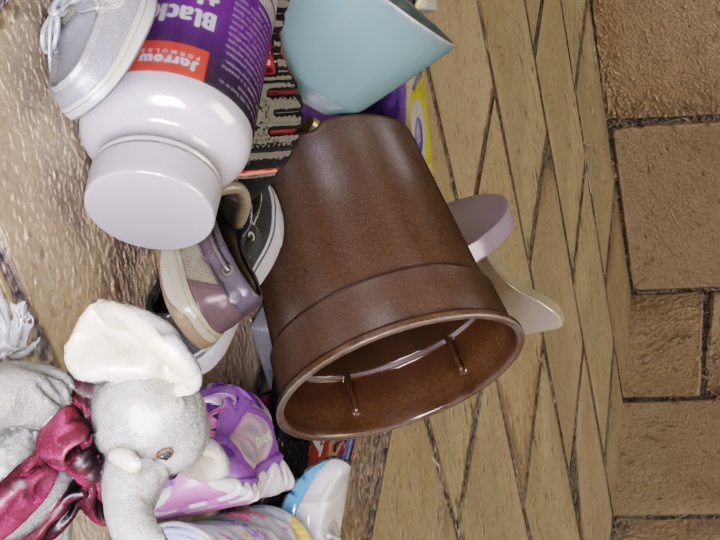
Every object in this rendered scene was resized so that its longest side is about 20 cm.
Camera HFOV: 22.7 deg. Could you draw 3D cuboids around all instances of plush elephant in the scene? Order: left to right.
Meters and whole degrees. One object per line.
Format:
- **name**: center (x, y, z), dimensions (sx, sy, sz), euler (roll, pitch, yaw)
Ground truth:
- **plush elephant**: center (-0.145, 0.099, 0.924), dimensions (0.165, 0.154, 0.201), euler (66, 27, -55)

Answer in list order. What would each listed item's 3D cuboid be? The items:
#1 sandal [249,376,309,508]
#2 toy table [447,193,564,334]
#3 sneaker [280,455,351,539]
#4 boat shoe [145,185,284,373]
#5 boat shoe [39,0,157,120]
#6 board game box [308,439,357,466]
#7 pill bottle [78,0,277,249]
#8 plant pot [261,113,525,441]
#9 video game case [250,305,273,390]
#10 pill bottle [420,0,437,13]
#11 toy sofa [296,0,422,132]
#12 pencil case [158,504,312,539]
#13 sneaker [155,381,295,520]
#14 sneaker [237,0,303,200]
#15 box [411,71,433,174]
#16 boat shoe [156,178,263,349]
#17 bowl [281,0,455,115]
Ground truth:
- **sandal**: center (-0.069, 0.130, 1.424), dimensions (0.075, 0.045, 0.201), euler (68, 23, -46)
- **toy table**: center (0.096, 0.014, 1.716), dimensions (0.200, 0.183, 0.118), euler (-37, 113, -51)
- **sneaker**: center (-0.032, 0.242, 1.357), dimensions (0.075, 0.086, 0.201), euler (34, 73, -66)
- **boat shoe**: center (-0.103, -0.011, 1.276), dimensions (0.200, 0.068, 0.057), euler (-73, 155, -46)
- **boat shoe**: center (-0.163, -0.183, 1.092), dimensions (0.065, 0.074, 0.203), euler (27, 57, -30)
- **board game box**: center (-0.017, 0.088, 1.540), dimensions (0.103, 0.019, 0.201), euler (47, 53, -58)
- **pill bottle**: center (-0.118, -0.118, 1.147), dimensions (0.112, 0.111, 0.201), euler (67, 25, -53)
- **plant pot**: center (0.000, 0.000, 1.391), dimensions (0.200, 0.199, 0.199), euler (53, 15, -65)
- **video game case**: center (-0.027, 0.051, 1.561), dimensions (0.200, 0.024, 0.183), euler (-60, 146, -42)
- **pill bottle**: center (0.024, -0.347, 1.721), dimensions (0.110, 0.109, 0.201), euler (-20, 107, -74)
- **toy sofa**: center (-0.011, -0.182, 1.541), dimensions (0.083, 0.097, 0.201), euler (27, 55, -32)
- **pencil case**: center (-0.094, 0.208, 1.231), dimensions (0.200, 0.090, 0.084), euler (14, 74, -75)
- **sneaker**: center (-0.103, 0.123, 1.253), dimensions (0.200, 0.080, 0.089), euler (7, 74, -80)
- **sneaker**: center (-0.095, -0.148, 1.297), dimensions (0.073, 0.087, 0.201), euler (1, 90, -41)
- **box**: center (0.033, -0.135, 1.705), dimensions (0.117, 0.048, 0.201), euler (-57, 141, -66)
- **boat shoe**: center (-0.103, -0.040, 1.202), dimensions (0.072, 0.065, 0.201), euler (54, 18, -48)
- **bowl**: center (-0.035, -0.194, 1.383), dimensions (0.105, 0.201, 0.201), euler (-53, 169, 10)
